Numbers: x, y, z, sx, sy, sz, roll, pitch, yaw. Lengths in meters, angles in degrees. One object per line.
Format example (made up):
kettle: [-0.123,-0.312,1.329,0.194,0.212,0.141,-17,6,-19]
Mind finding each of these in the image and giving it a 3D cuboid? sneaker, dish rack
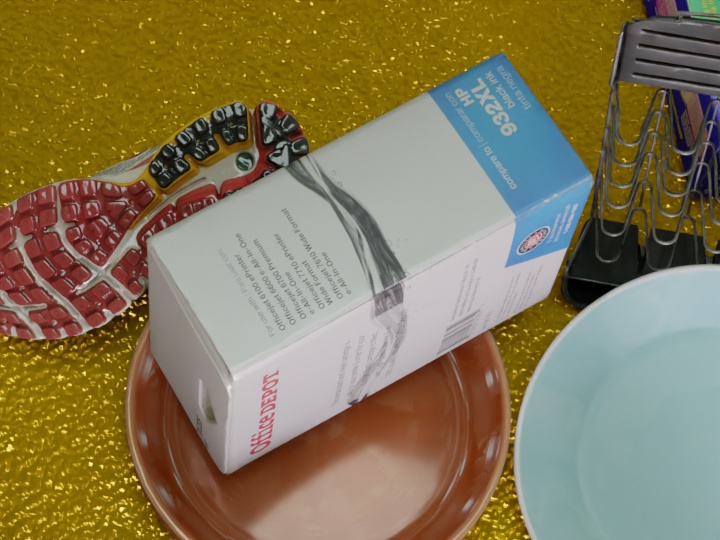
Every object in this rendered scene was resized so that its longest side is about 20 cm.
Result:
sneaker: [-0.116,-0.022,1.036,0.199,0.082,0.078,-24,91,1]
dish rack: [0.188,-0.046,1.000,0.153,0.200,0.055,9,53,5]

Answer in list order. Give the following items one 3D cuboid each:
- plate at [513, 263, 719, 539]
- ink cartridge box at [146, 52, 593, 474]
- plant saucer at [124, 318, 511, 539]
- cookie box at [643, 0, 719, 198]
plate: [0.179,0.098,1.011,0.199,0.026,0.201,-1,84,7]
ink cartridge box: [0.000,0.000,0.959,0.200,0.145,0.084,-29,72,-16]
plant saucer: [-0.022,0.074,1.022,0.199,0.032,0.201,2,67,-5]
cookie box: [0.273,-0.141,1.115,0.199,0.075,0.172,-6,68,-9]
